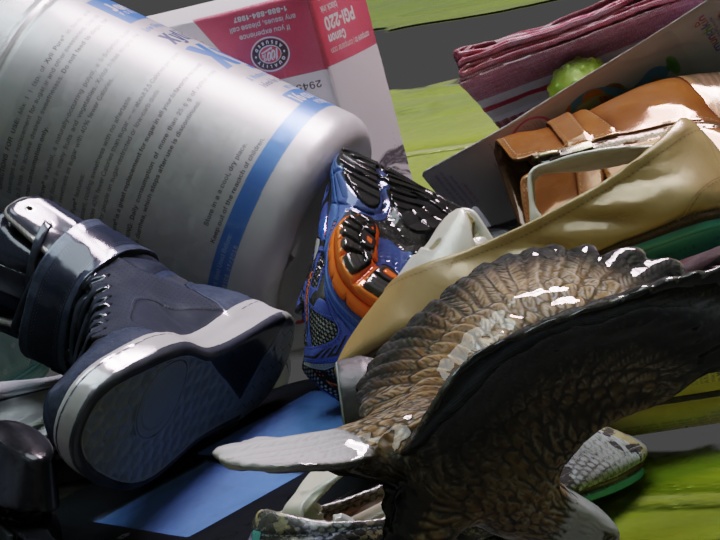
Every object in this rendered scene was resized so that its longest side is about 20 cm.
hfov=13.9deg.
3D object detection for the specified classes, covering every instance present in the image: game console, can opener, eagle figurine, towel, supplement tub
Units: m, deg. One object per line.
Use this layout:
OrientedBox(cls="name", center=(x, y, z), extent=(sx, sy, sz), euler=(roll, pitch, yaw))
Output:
OrientedBox(cls="game console", center=(-0.042, 0.094, 1.358), extent=(0.176, 0.031, 0.200), euler=(-22, 12, -32))
OrientedBox(cls="can opener", center=(-0.148, 0.126, 1.270), extent=(0.063, 0.079, 0.200), euler=(-10, 18, -15))
OrientedBox(cls="eagle figurine", center=(0.061, 0.056, 1.097), extent=(0.152, 0.200, 0.151), euler=(31, -7, 31))
OrientedBox(cls="towel", center=(0.140, -0.108, 1.615), extent=(0.144, 0.023, 0.200), euler=(-19, -17, 11))
OrientedBox(cls="supplement tub", center=(-0.107, -0.059, 1.551), extent=(0.200, 0.132, 0.132), euler=(26, 23, 12))

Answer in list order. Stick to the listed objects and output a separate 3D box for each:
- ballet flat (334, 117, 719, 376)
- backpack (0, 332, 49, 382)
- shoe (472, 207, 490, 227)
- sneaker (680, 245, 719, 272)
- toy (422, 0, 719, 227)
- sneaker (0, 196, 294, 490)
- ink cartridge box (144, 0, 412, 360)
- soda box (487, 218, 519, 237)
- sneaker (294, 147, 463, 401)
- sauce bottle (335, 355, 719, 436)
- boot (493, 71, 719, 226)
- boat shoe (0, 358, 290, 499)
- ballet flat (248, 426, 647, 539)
OrientedBox(cls="ballet flat", center=(0.074, -0.009, 1.325), extent=(0.199, 0.063, 0.069), euler=(-23, -16, 2))
OrientedBox(cls="backpack", center=(-0.263, 0.052, 1.550), extent=(0.200, 0.154, 0.176), euler=(-34, 22, -30))
OrientedBox(cls="shoe", center=(0.118, -0.024, 1.652), extent=(0.200, 0.072, 0.091), euler=(-32, -13, -8))
OrientedBox(cls="sneaker", center=(0.139, 0.035, 1.342), extent=(0.199, 0.076, 0.116), euler=(-13, 22, 33))
OrientedBox(cls="toy", center=(0.135, -0.084, 1.549), extent=(0.200, 0.115, 0.047), euler=(-28, 50, 10))
OrientedBox(cls="sneaker", center=(-0.134, 0.030, 1.375), extent=(0.146, 0.077, 0.202), euler=(27, 16, 15))
OrientedBox(cls="ink cartridge box", center=(-0.053, -0.051, 1.651), extent=(0.145, 0.201, 0.085), euler=(-11, 11, 23))
OrientedBox(cls="soda box", center=(0.131, -0.005, 1.529), extent=(0.199, 0.064, 0.071), euler=(-17, 11, -10))
OrientedBox(cls="sneaker", center=(0.000, 0.000, 1.447), extent=(0.079, 0.075, 0.200), euler=(-59, 3, 20))
OrientedBox(cls="sauce bottle", center=(0.089, 0.043, 1.276), extent=(0.199, 0.065, 0.065), euler=(-7, 11, -1))
OrientedBox(cls="boot", center=(0.157, -0.028, 1.429), extent=(0.155, 0.077, 0.200), euler=(-13, 43, -7))
OrientedBox(cls="boat shoe", center=(-0.122, 0.083, 1.468), extent=(0.199, 0.074, 0.067), euler=(-16, 40, -16))
OrientedBox(cls="ballet flat", center=(0.036, 0.084, 1.193), extent=(0.200, 0.072, 0.072), euler=(-23, 13, -34))
